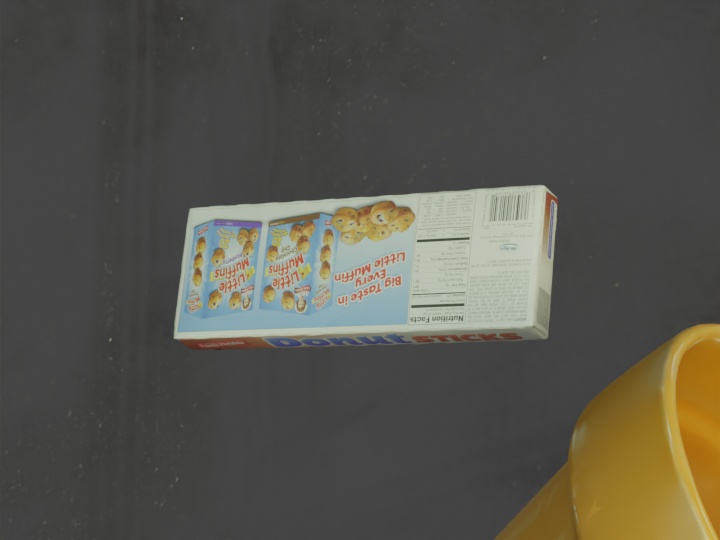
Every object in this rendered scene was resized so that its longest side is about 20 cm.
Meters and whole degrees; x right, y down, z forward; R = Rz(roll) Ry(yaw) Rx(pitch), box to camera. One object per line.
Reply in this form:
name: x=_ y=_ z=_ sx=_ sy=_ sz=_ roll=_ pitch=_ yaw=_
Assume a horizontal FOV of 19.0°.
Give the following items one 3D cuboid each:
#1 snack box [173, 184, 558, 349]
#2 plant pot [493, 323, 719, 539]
snack box: x=0.000 y=0.000 z=1.067 sx=0.199 sy=0.024 sz=0.072 roll=-3 pitch=72 yaw=26
plant pot: x=0.121 y=0.154 z=0.866 sx=0.183 sy=0.200 sz=0.201 roll=-38 pitch=58 yaw=28
